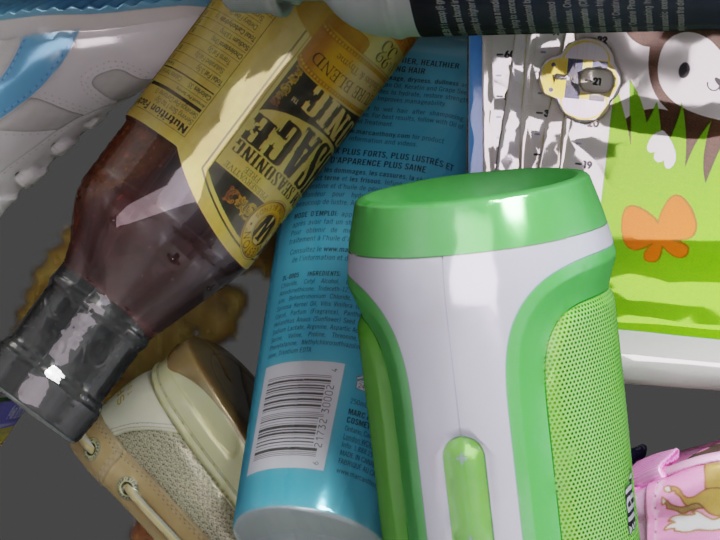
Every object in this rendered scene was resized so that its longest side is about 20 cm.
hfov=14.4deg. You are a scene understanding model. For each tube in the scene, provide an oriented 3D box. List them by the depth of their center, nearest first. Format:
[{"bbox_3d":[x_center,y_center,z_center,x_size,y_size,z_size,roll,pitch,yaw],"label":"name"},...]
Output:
[{"bbox_3d":[0.000,0.000,0.947,0.077,0.050,0.201,10,62,2],"label":"tube"}]

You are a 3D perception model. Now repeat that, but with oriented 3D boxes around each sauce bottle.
[{"bbox_3d":[-0.049,-0.035,0.934,0.066,0.066,0.201,35,87,7],"label":"sauce bottle"}]

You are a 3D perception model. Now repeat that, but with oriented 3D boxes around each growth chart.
[{"bbox_3d":[0.100,-0.056,0.915,0.144,0.018,0.202,-5,89,7],"label":"growth chart"}]

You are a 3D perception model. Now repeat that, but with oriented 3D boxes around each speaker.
[{"bbox_3d":[0.045,0.073,0.874,0.088,0.088,0.202,-6,98,6],"label":"speaker"}]

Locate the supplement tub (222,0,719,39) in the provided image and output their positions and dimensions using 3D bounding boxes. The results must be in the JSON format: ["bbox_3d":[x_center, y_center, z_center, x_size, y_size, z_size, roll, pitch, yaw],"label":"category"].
[{"bbox_3d":[0.057,-0.140,0.842,0.198,0.140,0.142,-1,88,7],"label":"supplement tub"}]

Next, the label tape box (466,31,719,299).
[{"bbox_3d":[0.137,-0.061,0.950,0.198,0.063,0.145,1,88,9],"label":"label tape box"}]

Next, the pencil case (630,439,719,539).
[{"bbox_3d":[0.124,0.156,0.934,0.086,0.083,0.202,-5,88,14],"label":"pencil case"}]

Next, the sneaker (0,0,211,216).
[{"bbox_3d":[-0.134,-0.054,0.983,0.199,0.077,0.081,-16,109,2],"label":"sneaker"}]

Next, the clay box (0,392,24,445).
[{"bbox_3d":[-0.193,0.114,0.956,0.047,0.115,0.201,34,93,5],"label":"clay box"}]

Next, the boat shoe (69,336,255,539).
[{"bbox_3d":[-0.023,0.120,0.961,0.063,0.073,0.201,-36,82,12],"label":"boat shoe"}]
